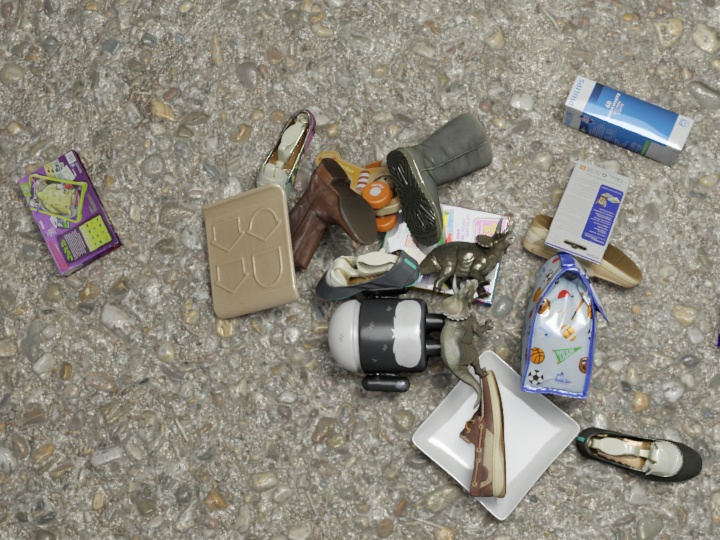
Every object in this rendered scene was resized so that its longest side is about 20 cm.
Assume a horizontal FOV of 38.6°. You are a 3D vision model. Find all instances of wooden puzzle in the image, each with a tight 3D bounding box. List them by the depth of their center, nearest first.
[{"bbox_3d":[-0.181,-0.031,1.743,0.185,0.046,0.201,-15,82,35],"label":"wooden puzzle"}]

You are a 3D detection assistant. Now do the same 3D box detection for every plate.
[{"bbox_3d":[0.219,0.266,1.672,0.200,0.032,0.200,40,88,12],"label":"plate"}]

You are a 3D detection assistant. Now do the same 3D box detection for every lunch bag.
[{"bbox_3d":[0.315,0.078,1.595,0.123,0.170,0.201,5,100,6],"label":"lunch bag"}]

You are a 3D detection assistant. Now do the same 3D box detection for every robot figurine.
[{"bbox_3d":[0.047,0.106,1.678,0.199,0.125,0.151,-1,43,7],"label":"robot figurine"}]

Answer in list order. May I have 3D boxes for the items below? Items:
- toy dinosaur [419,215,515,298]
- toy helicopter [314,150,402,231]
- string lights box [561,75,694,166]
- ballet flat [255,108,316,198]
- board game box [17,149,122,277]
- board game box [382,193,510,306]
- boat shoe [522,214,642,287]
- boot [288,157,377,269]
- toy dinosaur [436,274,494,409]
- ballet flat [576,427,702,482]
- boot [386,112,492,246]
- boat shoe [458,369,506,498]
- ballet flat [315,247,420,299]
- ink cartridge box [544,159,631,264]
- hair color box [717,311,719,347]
[{"bbox_3d":[0.163,-0.011,1.667,0.199,0.077,0.103,-11,62,17],"label":"toy dinosaur"},{"bbox_3d":[0.009,-0.162,1.735,0.200,0.079,0.132,29,65,31],"label":"toy helicopter"},{"bbox_3d":[0.436,-0.245,1.693,0.200,0.103,0.059,24,85,11],"label":"string lights box"},{"bbox_3d":[-0.135,-0.192,1.778,0.069,0.071,0.200,24,85,10],"label":"ballet flat"},{"bbox_3d":[-0.521,-0.103,1.838,0.120,0.032,0.200,-28,77,-2],"label":"board game box"},{"bbox_3d":[0.139,-0.034,1.729,0.199,0.040,0.153,12,82,10],"label":"board game box"},{"bbox_3d":[0.365,-0.020,1.690,0.200,0.071,0.065,30,121,14],"label":"boat shoe"},{"bbox_3d":[-0.063,-0.054,1.689,0.200,0.064,0.187,-54,48,36],"label":"boot"},{"bbox_3d":[0.156,0.115,1.610,0.077,0.102,0.201,-4,76,49],"label":"toy dinosaur"},{"bbox_3d":[0.440,0.293,1.618,0.199,0.068,0.068,9,81,9],"label":"ballet flat"},{"bbox_3d":[0.145,-0.153,1.698,0.072,0.200,0.182,-8,103,44],"label":"boot"},{"bbox_3d":[0.191,0.259,1.627,0.072,0.072,0.201,-4,82,11],"label":"boat shoe"},{"bbox_3d":[0.000,0.000,1.649,0.200,0.073,0.073,-8,78,32],"label":"ballet flat"},{"bbox_3d":[0.367,-0.090,1.666,0.094,0.037,0.200,21,53,10],"label":"ink cartridge box"},{"bbox_3d":[0.676,0.076,1.626,0.199,0.065,0.110,5,81,10],"label":"hair color box"}]
